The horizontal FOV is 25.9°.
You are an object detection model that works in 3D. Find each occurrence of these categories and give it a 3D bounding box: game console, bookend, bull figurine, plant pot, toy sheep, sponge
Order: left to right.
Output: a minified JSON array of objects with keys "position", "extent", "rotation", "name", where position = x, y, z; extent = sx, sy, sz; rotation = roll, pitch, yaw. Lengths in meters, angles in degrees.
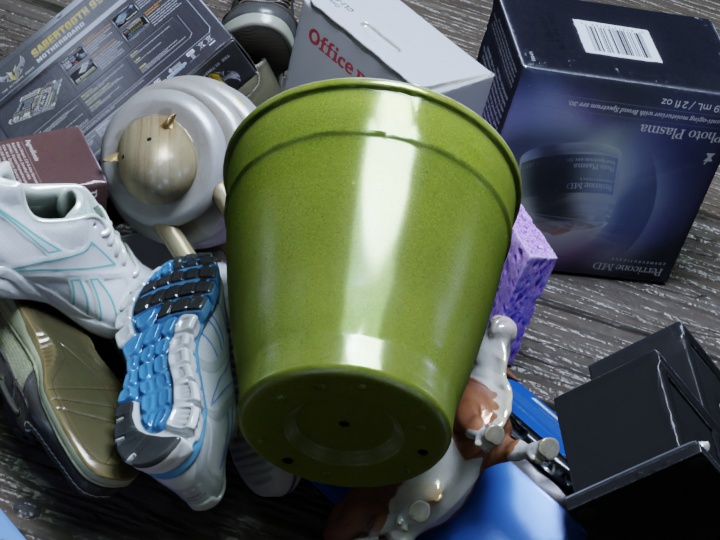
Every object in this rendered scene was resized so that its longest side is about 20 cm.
[{"position":[-0.121,-0.077,1.152],"extent":[0.137,0.139,0.200],"rotation":[24,8,10],"name":"toy sheep"},{"position":[0.000,0.021,0.975],"extent":[0.198,0.201,0.195],"rotation":[11,51,-6],"name":"plant pot"},{"position":[0.055,0.121,1.009],"extent":[0.065,0.201,0.121],"rotation":[42,-8,-19],"name":"bull figurine"},{"position":[0.087,-0.031,1.252],"extent":[0.029,0.112,0.201],"rotation":[-2,41,-24],"name":"sponge"},{"position":[0.082,0.147,1.103],"extent":[0.200,0.119,0.170],"rotation":[41,12,28],"name":"game console"},{"position":[0.203,0.106,1.032],"extent":[0.199,0.091,0.201],"rotation":[46,26,-39],"name":"bookend"}]

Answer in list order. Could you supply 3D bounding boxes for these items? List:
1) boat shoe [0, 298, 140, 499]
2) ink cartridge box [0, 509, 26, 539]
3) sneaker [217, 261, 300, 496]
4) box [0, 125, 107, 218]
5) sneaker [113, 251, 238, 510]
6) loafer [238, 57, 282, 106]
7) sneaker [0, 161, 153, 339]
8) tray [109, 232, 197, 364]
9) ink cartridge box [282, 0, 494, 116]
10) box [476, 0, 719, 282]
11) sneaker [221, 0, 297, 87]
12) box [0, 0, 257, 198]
[{"position":[-0.202,0.086,1.038],"extent":[0.071,0.066,0.201],"rotation":[17,26,-42],"name":"boat shoe"},{"position":[-0.283,0.164,0.901],"extent":[0.136,0.077,0.200],"rotation":[-23,50,-40],"name":"ink cartridge box"},{"position":[-0.040,0.068,1.081],"extent":[0.113,0.073,0.202],"rotation":[5,44,-23],"name":"sneaker"},{"position":[-0.281,-0.026,1.101],"extent":[0.198,0.101,0.075],"rotation":[-15,46,-23],"name":"box"},{"position":[-0.114,0.074,1.032],"extent":[0.074,0.087,0.201],"rotation":[-19,40,17],"name":"sneaker"},{"position":[-0.157,-0.150,1.312],"extent":[0.197,0.071,0.075],"rotation":[-1,23,7],"name":"loafer"},{"position":[-0.188,-0.009,1.070],"extent":[0.199,0.081,0.071],"rotation":[23,18,-41],"name":"sneaker"},{"position":[-0.139,0.043,1.149],"extent":[0.106,0.022,0.200],"rotation":[-11,45,-33],"name":"tray"},{"position":[0.008,-0.101,1.236],"extent":[0.083,0.202,0.145],"rotation":[-20,50,-39],"name":"ink cartridge box"},{"position":[0.189,-0.108,1.313],"extent":[0.197,0.200,0.124],"rotation":[5,40,-13],"name":"box"},{"position":[-0.089,-0.225,1.348],"extent":[0.074,0.108,0.200],"rotation":[9,-7,-7],"name":"sneaker"},{"position":[-0.202,-0.151,1.255],"extent":[0.199,0.048,0.159],"rotation":[-40,52,-1],"name":"box"}]
